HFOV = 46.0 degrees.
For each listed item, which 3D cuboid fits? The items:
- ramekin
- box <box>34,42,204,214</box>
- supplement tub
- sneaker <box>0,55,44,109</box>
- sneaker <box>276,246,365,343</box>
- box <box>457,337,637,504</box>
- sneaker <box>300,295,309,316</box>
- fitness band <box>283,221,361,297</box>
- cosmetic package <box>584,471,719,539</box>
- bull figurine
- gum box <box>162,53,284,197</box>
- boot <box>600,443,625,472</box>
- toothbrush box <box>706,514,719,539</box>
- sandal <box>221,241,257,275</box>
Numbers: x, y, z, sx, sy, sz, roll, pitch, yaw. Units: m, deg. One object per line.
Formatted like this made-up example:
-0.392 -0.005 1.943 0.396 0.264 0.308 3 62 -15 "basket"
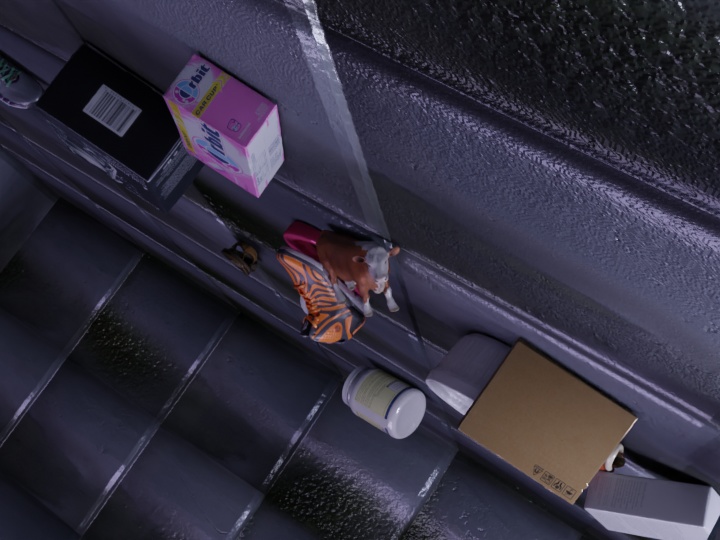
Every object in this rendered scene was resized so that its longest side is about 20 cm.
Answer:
0.215 0.187 1.348 0.200 0.105 0.200 33 169 8 "ramekin"
-0.351 -0.207 1.281 0.200 0.124 0.197 34 170 1 "box"
0.062 0.354 2.313 0.200 0.145 0.145 25 165 38 "supplement tub"
-0.702 -0.385 1.638 0.200 0.074 0.088 32 163 13 "sneaker"
-0.081 0.053 1.426 0.200 0.112 0.078 40 169 -17 "sneaker"
0.266 0.217 1.217 0.200 0.164 0.021 33 -166 4 "box"
-0.081 0.040 1.578 0.081 0.076 0.200 49 -175 10 "sneaker"
-0.054 -0.014 1.445 0.144 0.037 0.200 26 165 35 "fitness band"
0.481 0.388 1.379 0.200 0.071 0.101 -2 146 42 "cosmetic package"
0.000 0.000 1.244 0.200 0.065 0.122 30 137 55 "bull figurine"
-0.161 -0.169 1.044 0.113 0.066 0.200 32 168 5 "gum box"
0.403 0.323 1.467 0.107 0.075 0.200 23 163 26 "boot"
0.461 0.301 0.910 0.146 0.200 0.085 30 168 21 "toothbrush box"
-0.257 -0.032 1.896 0.082 0.055 0.200 39 -177 4 "sandal"
